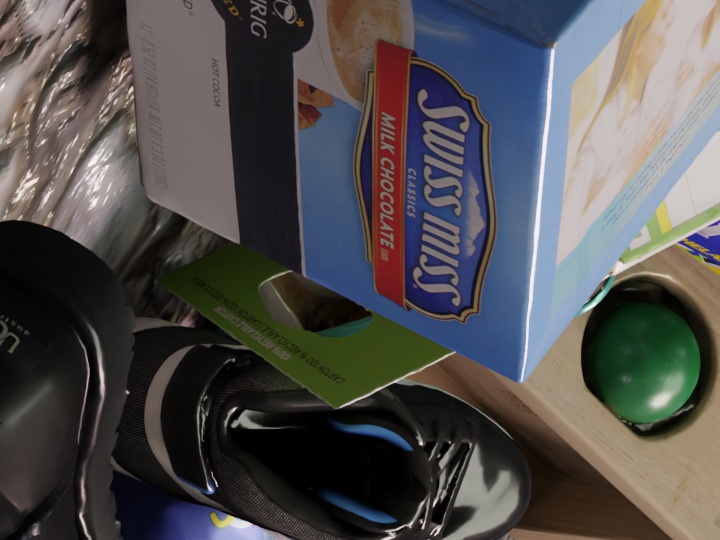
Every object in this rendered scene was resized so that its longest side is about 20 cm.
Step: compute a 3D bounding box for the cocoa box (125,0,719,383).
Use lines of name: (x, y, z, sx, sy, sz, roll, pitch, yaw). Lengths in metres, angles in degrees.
cocoa box: (0.044, -0.097, 0.713, 0.200, 0.131, 0.134, -49, 155, -34)

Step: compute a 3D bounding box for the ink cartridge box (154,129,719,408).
ink cartridge box: (0.036, -0.048, 0.846, 0.199, 0.148, 0.076, -27, 118, -19)

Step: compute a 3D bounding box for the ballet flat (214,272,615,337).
ballet flat: (0.000, 0.000, 0.956, 0.199, 0.070, 0.068, -18, -141, 36)

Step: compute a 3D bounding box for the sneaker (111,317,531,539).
sneaker: (0.006, 0.073, 0.886, 0.199, 0.112, 0.073, 17, 89, -38)

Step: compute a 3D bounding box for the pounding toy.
pounding toy: (0.111, 0.025, 1.063, 0.142, 0.184, 0.200, -55, -158, -19)

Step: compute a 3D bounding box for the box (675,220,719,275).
box: (0.181, -0.019, 0.978, 0.070, 0.200, 0.064, -59, -173, -20)

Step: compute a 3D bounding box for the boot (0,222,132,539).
boot: (-0.129, 0.096, 0.679, 0.163, 0.073, 0.199, -51, 161, -43)

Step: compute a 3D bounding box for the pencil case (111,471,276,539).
pencil case: (-0.097, 0.132, 0.936, 0.200, 0.078, 0.087, -52, 134, -21)
